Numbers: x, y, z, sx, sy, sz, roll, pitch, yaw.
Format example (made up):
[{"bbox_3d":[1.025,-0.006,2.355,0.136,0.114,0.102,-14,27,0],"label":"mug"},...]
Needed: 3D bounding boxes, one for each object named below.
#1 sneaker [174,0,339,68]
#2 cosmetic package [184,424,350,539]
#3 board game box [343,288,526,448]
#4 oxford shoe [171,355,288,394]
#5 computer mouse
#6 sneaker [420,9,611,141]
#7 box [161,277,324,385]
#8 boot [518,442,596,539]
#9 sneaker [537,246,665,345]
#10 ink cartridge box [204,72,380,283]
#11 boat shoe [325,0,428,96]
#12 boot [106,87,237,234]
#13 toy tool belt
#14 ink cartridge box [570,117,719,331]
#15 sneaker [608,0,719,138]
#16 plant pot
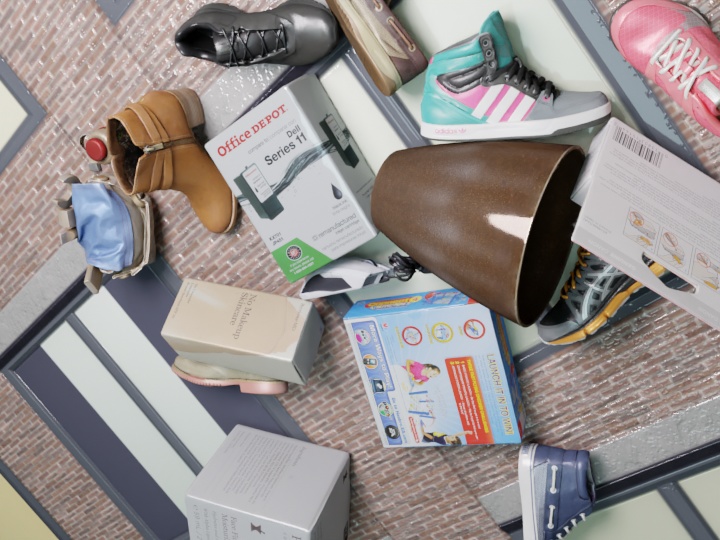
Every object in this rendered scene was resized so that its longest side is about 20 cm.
[{"bbox_3d":[-0.120,-0.260,0.798,0.196,0.091,0.077,3,122,20],"label":"sneaker"},{"bbox_3d":[-0.130,0.364,1.050,0.196,0.165,0.168,9,118,17],"label":"cosmetic package"},{"bbox_3d":[0.098,0.128,0.913,0.192,0.056,0.204,-8,110,24],"label":"board game box"},{"bbox_3d":[-0.191,0.134,1.037,0.196,0.071,0.076,4,90,21],"label":"oxford shoe"},{"bbox_3d":[0.000,0.000,0.876,0.197,0.109,0.045,-12,92,35],"label":"computer mouse"},{"bbox_3d":[0.156,-0.204,0.724,0.196,0.084,0.123,-1,113,12],"label":"sneaker"},{"bbox_3d":[-0.157,0.082,0.959,0.196,0.096,0.078,8,151,17],"label":"box"},{"bbox_3d":[0.264,0.324,0.926,0.089,0.073,0.204,-1,113,28],"label":"boot"},{"bbox_3d":[0.265,0.003,0.780,0.077,0.078,0.200,41,111,-2],"label":"sneaker"},{"bbox_3d":[-0.072,-0.110,0.854,0.145,0.083,0.202,-27,101,29],"label":"ink cartridge box"},{"bbox_3d":[0.007,-0.292,0.756,0.071,0.072,0.202,-30,90,0],"label":"boat shoe"},{"bbox_3d":[-0.229,-0.118,0.870,0.075,0.155,0.204,-1,114,21],"label":"boot"},{"bbox_3d":[-0.353,-0.082,0.957,0.122,0.123,0.204,1,114,21],"label":"toy tool belt"},{"bbox_3d":[0.296,-0.032,0.680,0.198,0.178,0.045,31,148,-1],"label":"ink cartridge box"},{"bbox_3d":[0.321,-0.186,0.659,0.199,0.087,0.074,39,121,1],"label":"sneaker"},{"bbox_3d":[0.116,-0.061,0.762,0.197,0.186,0.190,19,120,28],"label":"plant pot"}]
